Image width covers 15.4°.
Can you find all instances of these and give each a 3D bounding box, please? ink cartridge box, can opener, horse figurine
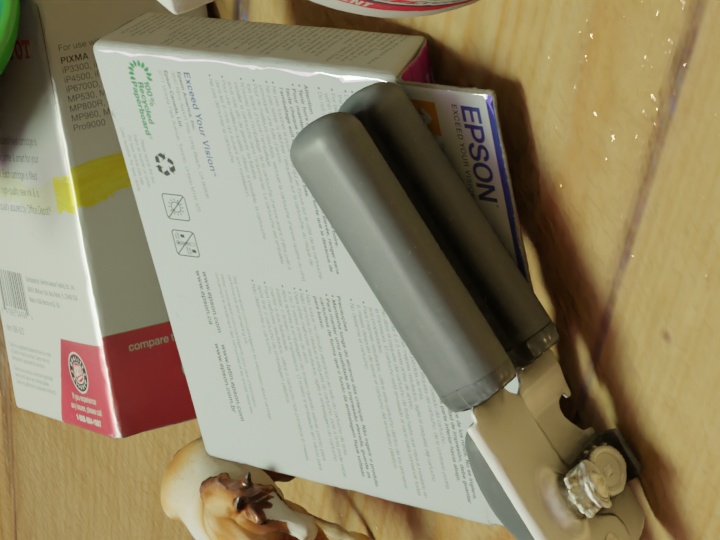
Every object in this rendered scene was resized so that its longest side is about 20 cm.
[{"bbox_3d":[0.000,0.000,1.040,0.200,0.043,0.197,10,125,37],"label":"ink cartridge box"},{"bbox_3d":[0.037,0.030,0.954,0.066,0.053,0.200,-21,102,46],"label":"can opener"},{"bbox_3d":[-0.117,-0.035,1.220,0.145,0.083,0.200,9,111,65],"label":"ink cartridge box"},{"bbox_3d":[-0.042,0.114,1.212,0.132,0.050,0.200,33,-179,-23],"label":"horse figurine"}]

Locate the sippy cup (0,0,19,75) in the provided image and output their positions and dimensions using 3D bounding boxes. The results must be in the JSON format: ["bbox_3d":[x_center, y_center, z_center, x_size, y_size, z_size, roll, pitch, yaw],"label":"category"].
[{"bbox_3d":[-0.214,-0.088,1.157,0.140,0.178,0.130,40,158,13],"label":"sippy cup"}]

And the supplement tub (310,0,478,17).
[{"bbox_3d":[0.035,-0.148,0.687,0.141,0.140,0.200,67,160,-4],"label":"supplement tub"}]

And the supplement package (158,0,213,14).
[{"bbox_3d":[-0.068,-0.195,0.913,0.200,0.121,0.120,41,149,47],"label":"supplement package"}]
